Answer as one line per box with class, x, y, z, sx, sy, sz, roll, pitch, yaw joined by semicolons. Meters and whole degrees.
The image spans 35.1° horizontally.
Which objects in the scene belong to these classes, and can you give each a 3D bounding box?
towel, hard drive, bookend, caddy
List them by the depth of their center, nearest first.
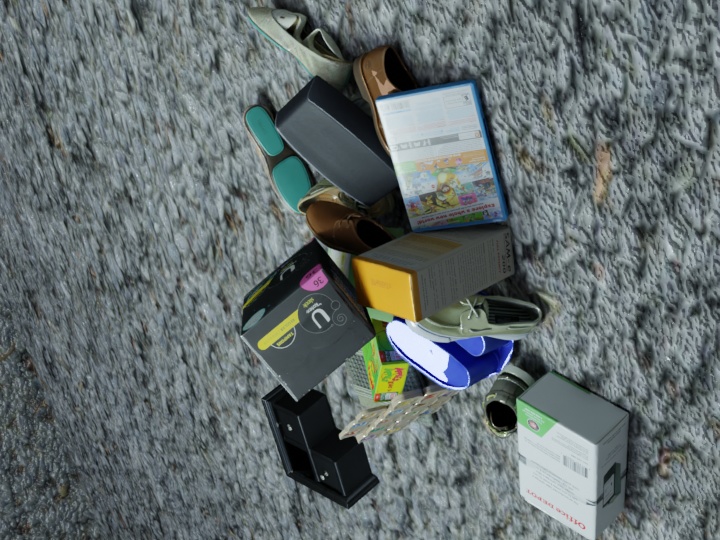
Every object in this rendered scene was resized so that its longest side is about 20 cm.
hard drive;-0.024;-0.178;1.636;0.199;0.043;0.134;39;144;-15
caddy;0.136;0.085;1.713;0.199;0.104;0.143;35;124;22
towel;0.041;0.174;2.006;0.198;0.034;0.195;10;129;48
bookend;-0.080;0.339;2.259;0.198;0.092;0.202;18;132;45

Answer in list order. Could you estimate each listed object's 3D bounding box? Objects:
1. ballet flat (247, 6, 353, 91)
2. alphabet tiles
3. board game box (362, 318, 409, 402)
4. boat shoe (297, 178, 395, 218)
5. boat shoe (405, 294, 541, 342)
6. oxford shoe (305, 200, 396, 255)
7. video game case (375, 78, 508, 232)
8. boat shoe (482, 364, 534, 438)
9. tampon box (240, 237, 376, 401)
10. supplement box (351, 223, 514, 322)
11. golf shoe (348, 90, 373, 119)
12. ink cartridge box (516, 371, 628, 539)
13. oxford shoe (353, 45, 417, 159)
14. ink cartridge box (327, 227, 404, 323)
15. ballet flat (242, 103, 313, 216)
ballet flat;-0.083;-0.343;1.683;0.200;0.067;0.063;43;119;15
alphabet tiles;0.067;0.234;1.861;0.200;0.193;0.015;-52;54;55
board game box;0.030;0.098;1.827;0.102;0.047;0.202;99;163;-50
boat shoe;-0.022;-0.107;1.794;0.199;0.062;0.074;-1;117;54
boat shoe;0.160;0.058;1.593;0.062;0.196;0.073;128;139;-58
oxford shoe;-0.009;-0.064;1.688;0.199;0.071;0.072;29;157;34
video game case;0.112;-0.152;1.547;0.141;0.018;0.203;-6;117;23
boat shoe;0.217;0.212;1.729;0.071;0.061;0.203;28;154;14
tampon box;-0.078;0.065;1.633;0.127;0.149;0.200;50;-176;-14
supplement box;0.102;-0.005;1.577;0.125;0.198;0.075;15;121;48
golf shoe;-0.009;-0.188;1.696;0.097;0.078;0.200;48;150;1
ink cartridge box;0.308;0.271;1.660;0.145;0.084;0.203;28;139;38
oxford shoe;0.061;-0.215;1.577;0.071;0.071;0.202;-16;105;49
ink cartridge box;0.000;0.000;1.774;0.199;0.047;0.148;-171;88;-69
ballet flat;-0.136;-0.184;1.898;0.203;0.067;0.067;65;168;-5
